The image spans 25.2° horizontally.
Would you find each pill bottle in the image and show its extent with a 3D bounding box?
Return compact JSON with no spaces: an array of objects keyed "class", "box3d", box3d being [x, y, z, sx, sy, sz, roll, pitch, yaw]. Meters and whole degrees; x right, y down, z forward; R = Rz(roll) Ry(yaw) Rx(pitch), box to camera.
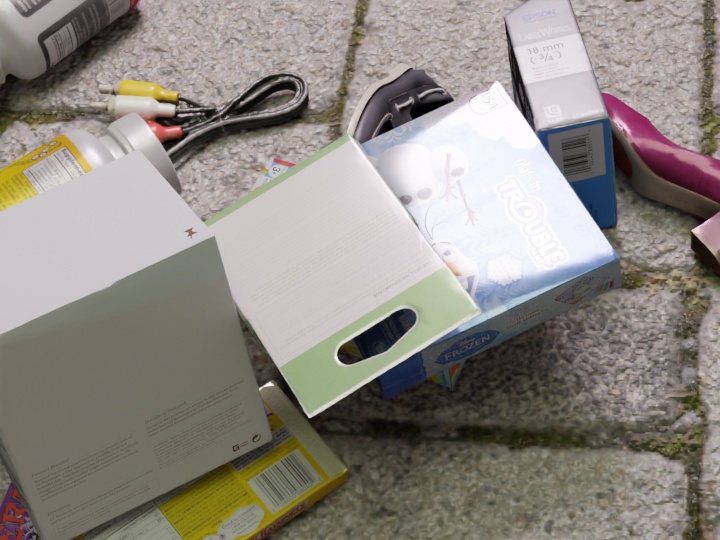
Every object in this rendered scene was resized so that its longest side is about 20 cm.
[{"class":"pill bottle","box3d":[-0.311,-0.254,1.547,0.200,0.111,0.111,-41,58,-20]},{"class":"pill bottle","box3d":[-0.259,-0.051,1.388,0.200,0.113,0.113,-33,56,-14]}]

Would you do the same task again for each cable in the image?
[{"class":"cable","box3d":[-0.146,-0.141,1.474,0.199,0.050,0.097,-8,57,4]}]

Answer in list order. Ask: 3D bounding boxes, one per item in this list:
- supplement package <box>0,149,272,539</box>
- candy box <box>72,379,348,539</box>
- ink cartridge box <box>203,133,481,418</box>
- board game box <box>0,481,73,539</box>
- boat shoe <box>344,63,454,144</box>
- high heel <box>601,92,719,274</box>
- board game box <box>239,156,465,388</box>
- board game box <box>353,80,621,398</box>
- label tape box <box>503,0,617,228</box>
[{"class":"supplement package","box3d":[-0.196,0.057,1.193,0.191,0.201,0.147,-25,39,-16]},{"class":"candy box","box3d":[-0.117,0.174,1.232,0.200,0.026,0.102,-32,61,-23]},{"class":"ink cartridge box","box3d":[-0.018,0.008,1.168,0.145,0.048,0.200,-31,56,-5]},{"class":"board game box","box3d":[-0.220,0.187,1.261,0.120,0.032,0.201,5,55,18]},{"class":"boat shoe","box3d":[0.031,-0.123,1.389,0.063,0.073,0.200,24,31,7]},{"class":"high heel","box3d":[0.281,-0.092,1.360,0.096,0.067,0.200,-33,69,-8]},{"class":"board game box","box3d":[0.000,0.000,1.313,0.199,0.103,0.105,17,59,21]},{"class":"board game box","box3d":[0.064,-0.029,1.230,0.198,0.043,0.200,-25,55,-7]},{"class":"label tape box","box3d":[0.163,-0.150,1.373,0.063,0.144,0.201,-13,52,2]}]
